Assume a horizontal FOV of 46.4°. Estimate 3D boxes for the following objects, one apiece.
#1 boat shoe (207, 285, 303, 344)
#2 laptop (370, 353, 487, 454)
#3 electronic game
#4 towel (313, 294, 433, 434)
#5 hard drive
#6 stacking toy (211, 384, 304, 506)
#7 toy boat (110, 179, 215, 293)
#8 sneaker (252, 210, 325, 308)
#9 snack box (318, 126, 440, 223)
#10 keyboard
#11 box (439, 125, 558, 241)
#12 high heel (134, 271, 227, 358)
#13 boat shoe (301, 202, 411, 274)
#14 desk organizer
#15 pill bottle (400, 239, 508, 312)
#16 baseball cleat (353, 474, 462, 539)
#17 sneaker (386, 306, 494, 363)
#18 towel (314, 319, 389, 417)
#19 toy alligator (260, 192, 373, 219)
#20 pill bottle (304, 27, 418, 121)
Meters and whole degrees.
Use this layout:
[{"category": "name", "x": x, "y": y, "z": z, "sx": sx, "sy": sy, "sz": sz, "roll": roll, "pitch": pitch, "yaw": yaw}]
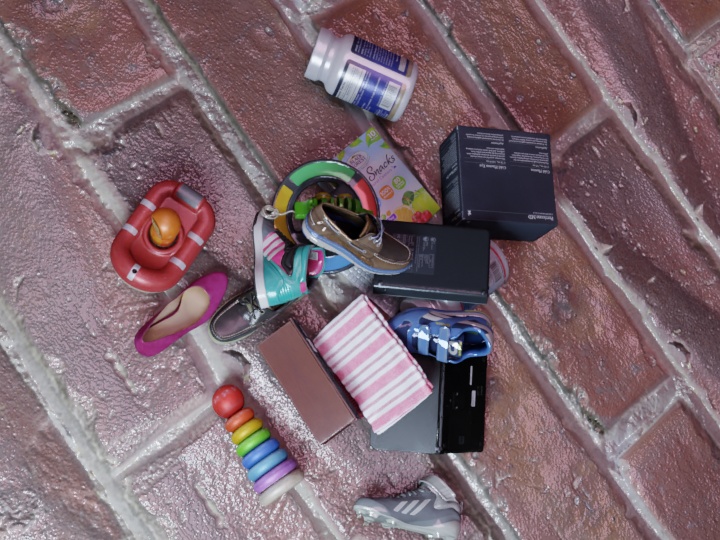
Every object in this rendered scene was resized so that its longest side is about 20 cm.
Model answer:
[{"category": "boat shoe", "x": -0.173, "y": 0.054, "z": 1.433, "sx": 0.198, "sy": 0.065, "sz": 0.074, "roll": -35, "pitch": 85, "yaw": -23}, {"category": "laptop", "x": 0.124, "y": 0.226, "z": 1.480, "sx": 0.197, "sy": 0.102, "sz": 0.182, "roll": 8, "pitch": 83, "yaw": -43}, {"category": "electronic game", "x": -0.062, "y": -0.095, "z": 1.486, "sx": 0.195, "sy": 0.042, "sz": 0.205, "roll": 0, "pitch": 89, "yaw": 3}, {"category": "towel", "x": 0.017, "y": 0.157, "z": 1.402, "sx": 0.201, "sy": 0.146, "sz": 0.030, "roll": 53, "pitch": 34, "yaw": 8}, {"category": "hard drive", "x": 0.125, "y": -0.017, "z": 1.452, "sx": 0.195, "sy": 0.033, "sz": 0.142, "roll": 5, "pitch": 58, "yaw": 5}, {"category": "stacking toy", "x": -0.175, "y": 0.275, "z": 1.372, "sx": 0.084, "sy": 0.086, "sz": 0.202, "roll": -29, "pitch": 79, "yaw": -21}, {"category": "toy boat", "x": -0.325, "y": -0.063, "z": 1.385, "sx": 0.129, "sy": 0.131, "sz": 0.202, "roll": 33, "pitch": 69, "yaw": -5}, {"category": "sneaker", "x": -0.118, "y": -0.029, "z": 1.410, "sx": 0.118, "sy": 0.085, "sz": 0.203, "roll": -8, "pitch": 49, "yaw": 0}, {"category": "snack box", "x": 0.032, "y": -0.141, "z": 1.551, "sx": 0.142, "sy": 0.053, "sz": 0.201, "roll": -40, "pitch": 88, "yaw": -21}, {"category": "keyboard", "x": 0.000, "y": 0.000, "z": 1.527, "sx": 0.199, "sy": 0.011, "sz": 0.057, "roll": 41, "pitch": 69, "yaw": -2}, {"category": "box", "x": 0.259, "y": -0.162, "z": 1.595, "sx": 0.195, "sy": 0.104, "sz": 0.186, "roll": 3, "pitch": 73, "yaw": -15}, {"category": "high heel", "x": -0.287, "y": 0.068, "z": 1.379, "sx": 0.067, "sy": 0.096, "sz": 0.201, "roll": 41, "pitch": 69, "yaw": -1}, {"category": "boat shoe", "x": 0.004, "y": -0.053, "z": 1.381, "sx": 0.196, "sy": 0.072, "sz": 0.073, "roll": 19, "pitch": 54, "yaw": -18}, {"category": "desk organizer", "x": -0.087, "y": 0.188, "z": 1.414, "sx": 0.076, "sy": 0.072, "sz": 0.202, "roll": -34, "pitch": 79, "yaw": 0}, {"category": "pill bottle", "x": 0.167, "y": 0.031, "z": 1.508, "sx": 0.199, "sy": 0.109, "sz": 0.109, "roll": -37, "pitch": 87, "yaw": -25}, {"category": "baseball cleat", "x": 0.082, "y": 0.392, "z": 1.422, "sx": 0.197, "sy": 0.070, "sz": 0.108, "roll": 22, "pitch": 63, "yaw": -19}, {"category": "sneaker", "x": 0.131, "y": 0.110, "z": 1.399, "sx": 0.195, "sy": 0.083, "sz": 0.075, "roll": -3, "pitch": 118, "yaw": -5}, {"category": "towel", "x": 0.025, "y": 0.171, "z": 1.482, "sx": 0.196, "sy": 0.023, "sz": 0.147, "roll": -17, "pitch": 80, "yaw": -19}, {"category": "toy alligator", "x": -0.068, "y": -0.104, "z": 1.423, "sx": 0.195, "sy": 0.054, "sz": 0.061, "roll": 1, "pitch": 69, "yaw": -15}, {"category": "pill bottle", "x": 0.000, "y": -0.369, "z": 1.570, "sx": 0.196, "sy": 0.116, "sz": 0.118, "roll": 22, "pitch": 70, "yaw": -9}]
